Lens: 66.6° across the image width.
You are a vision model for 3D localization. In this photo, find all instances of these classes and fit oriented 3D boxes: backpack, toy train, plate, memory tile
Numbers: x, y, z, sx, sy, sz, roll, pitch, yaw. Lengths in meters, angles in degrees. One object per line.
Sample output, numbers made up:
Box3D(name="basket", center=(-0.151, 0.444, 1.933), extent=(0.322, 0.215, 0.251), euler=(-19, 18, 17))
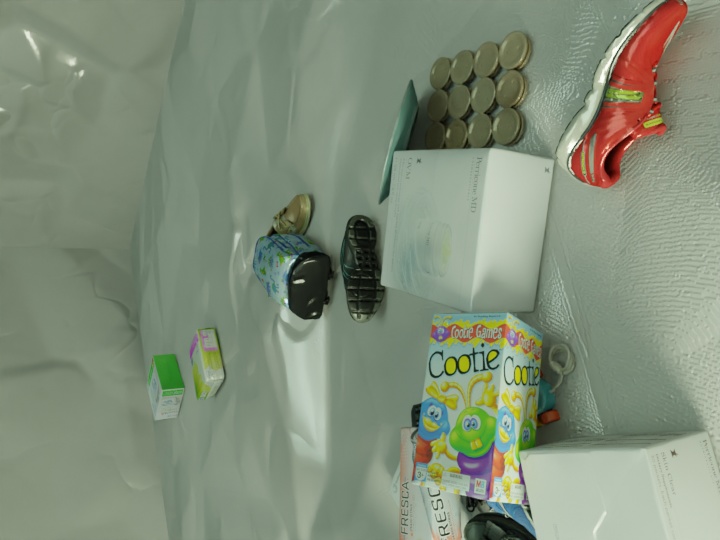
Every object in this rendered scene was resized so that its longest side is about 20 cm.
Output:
Box3D(name="backpack", center=(-0.155, -0.006, 1.216), extent=(0.200, 0.153, 0.164), euler=(-118, 34, -56))
Box3D(name="toy train", center=(0.183, 0.129, 0.740), extent=(0.200, 0.055, 0.151), euler=(21, 108, 56))
Box3D(name="plate", center=(0.065, -0.200, 0.877), extent=(0.200, 0.025, 0.202), euler=(15, -90, -86))
Box3D(name="memory tile", center=(0.166, -0.252, 0.808), extent=(0.200, 0.017, 0.155), euler=(10, 98, 57))

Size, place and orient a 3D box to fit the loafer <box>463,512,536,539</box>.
Box3D(name="loafer", center=(0.202, 0.360, 0.680), extent=(0.199, 0.063, 0.072), euler=(6, 91, 50))

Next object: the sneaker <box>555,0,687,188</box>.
Box3D(name="sneaker", center=(0.290, -0.178, 0.576), extent=(0.085, 0.077, 0.201), euler=(46, 135, 34))

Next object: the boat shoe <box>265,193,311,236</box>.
Box3D(name="boat shoe", center=(-0.177, -0.105, 1.299), extent=(0.200, 0.066, 0.074), euler=(-55, 46, 41))

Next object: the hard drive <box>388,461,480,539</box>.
Box3D(name="hard drive", center=(0.121, 0.378, 0.862), extent=(0.200, 0.027, 0.133), euler=(47, 128, 48))

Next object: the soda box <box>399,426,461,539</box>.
Box3D(name="soda box", center=(0.099, 0.329, 0.783), extent=(0.068, 0.063, 0.202), euler=(-18, 64, 47))

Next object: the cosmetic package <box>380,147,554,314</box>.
Box3D(name="cosmetic package", center=(0.137, -0.059, 0.754), extent=(0.200, 0.122, 0.201), euler=(16, 103, 55))

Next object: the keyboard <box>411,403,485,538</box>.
Box3D(name="keyboard", center=(0.126, 0.296, 0.827), extent=(0.127, 0.021, 0.201), euler=(-26, 58, 42))

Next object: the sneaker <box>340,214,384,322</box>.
Box3D(name="sneaker", center=(0.000, 0.000, 1.033), extent=(0.079, 0.075, 0.202), euler=(148, 125, -68))

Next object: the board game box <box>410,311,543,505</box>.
Box3D(name="board game box", center=(0.143, 0.160, 0.652), extent=(0.103, 0.105, 0.201), euler=(-6, 67, 41))

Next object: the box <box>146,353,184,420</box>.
Box3D(name="box", center=(-0.804, 0.478, 2.257), extent=(0.200, 0.096, 0.177), euler=(54, 130, 42))

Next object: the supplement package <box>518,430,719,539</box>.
Box3D(name="supplement package", center=(0.272, 0.272, 0.546), extent=(0.156, 0.110, 0.201), euler=(-29, 66, 54))

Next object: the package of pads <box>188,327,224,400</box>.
Box3D(name="package of pads", center=(-0.514, 0.308, 1.827), extent=(0.155, 0.068, 0.201), euler=(-53, 48, 45))

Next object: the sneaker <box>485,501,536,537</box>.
Box3D(name="sneaker", center=(0.208, 0.283, 0.696), extent=(0.200, 0.078, 0.090), euler=(48, 151, 40))
